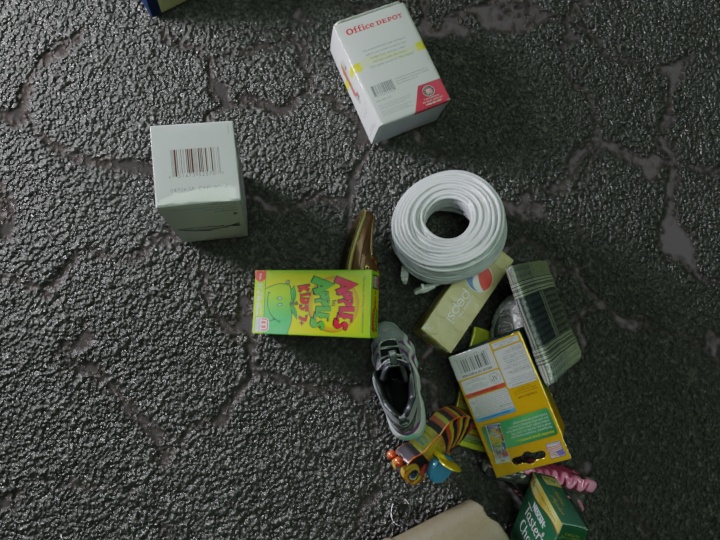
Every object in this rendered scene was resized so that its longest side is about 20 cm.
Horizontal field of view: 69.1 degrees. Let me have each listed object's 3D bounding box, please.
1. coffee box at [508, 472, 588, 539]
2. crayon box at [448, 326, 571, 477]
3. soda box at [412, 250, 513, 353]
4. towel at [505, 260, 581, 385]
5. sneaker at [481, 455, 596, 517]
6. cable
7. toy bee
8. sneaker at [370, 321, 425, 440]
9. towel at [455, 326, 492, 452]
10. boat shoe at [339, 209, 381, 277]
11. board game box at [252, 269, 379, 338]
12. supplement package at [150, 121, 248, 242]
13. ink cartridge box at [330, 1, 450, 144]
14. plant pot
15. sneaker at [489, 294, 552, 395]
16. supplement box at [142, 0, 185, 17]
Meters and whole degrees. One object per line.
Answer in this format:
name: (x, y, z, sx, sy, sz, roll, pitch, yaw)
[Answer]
coffee box: (0.267, 0.428, 0.791, 0.043, 0.123, 0.203, 14, 104, -4)
crayon box: (0.237, 0.209, 0.834, 0.124, 0.051, 0.203, -24, 82, 24)
soda box: (0.176, 0.044, 0.906, 0.067, 0.064, 0.201, 38, 76, -1)
towel: (0.307, 0.079, 0.880, 0.199, 0.034, 0.195, -5, 74, -55)
sneaker: (0.292, 0.367, 0.870, 0.197, 0.079, 0.097, 16, 90, -5)
cable: (0.146, -0.076, 0.885, 0.197, 0.069, 0.203, -16, 61, 7)
toy bee: (0.097, 0.293, 0.815, 0.109, 0.130, 0.202, 45, 58, -38)
sneaker: (0.053, 0.144, 0.803, 0.077, 0.141, 0.202, -18, 55, 2)
towel: (0.210, 0.206, 0.909, 0.085, 0.018, 0.203, 18, 77, -11)
boat shoe: (0.000, 0.000, 0.885, 0.066, 0.072, 0.203, 12, 85, -12)
board game box: (-0.071, 0.052, 0.829, 0.197, 0.048, 0.103, 0, 83, 18)
supplement package: (-0.237, -0.126, 0.799, 0.115, 0.200, 0.119, -7, 81, -10)
ink cartridge box: (0.049, -0.355, 0.943, 0.143, 0.083, 0.203, -23, 85, -12)
plant pot: (0.129, 0.452, 0.776, 0.182, 0.200, 0.203, -23, 84, -23)
sneaker: (0.285, 0.140, 0.901, 0.098, 0.078, 0.204, -7, 92, -27)
supplement box: (-0.335, -0.597, 0.897, 0.198, 0.134, 0.202, -33, 87, -13)
